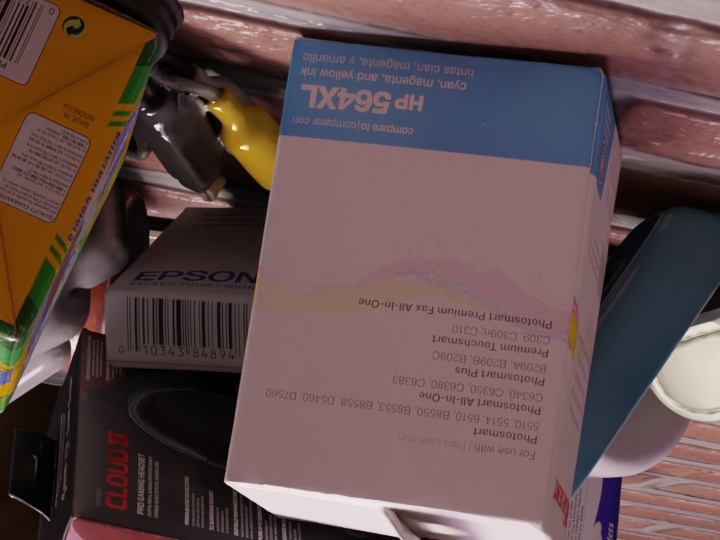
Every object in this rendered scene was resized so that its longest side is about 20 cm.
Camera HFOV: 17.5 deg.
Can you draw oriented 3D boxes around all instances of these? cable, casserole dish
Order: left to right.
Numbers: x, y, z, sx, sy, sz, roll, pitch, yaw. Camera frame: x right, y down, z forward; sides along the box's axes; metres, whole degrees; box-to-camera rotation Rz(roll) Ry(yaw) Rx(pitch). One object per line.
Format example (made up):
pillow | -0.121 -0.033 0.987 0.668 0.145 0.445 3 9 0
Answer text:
cable | -0.081 -0.085 0.921 0.097 0.050 0.200 28 163 24
casserole dish | 0.103 0.045 1.050 0.039 0.201 0.121 35 172 -1

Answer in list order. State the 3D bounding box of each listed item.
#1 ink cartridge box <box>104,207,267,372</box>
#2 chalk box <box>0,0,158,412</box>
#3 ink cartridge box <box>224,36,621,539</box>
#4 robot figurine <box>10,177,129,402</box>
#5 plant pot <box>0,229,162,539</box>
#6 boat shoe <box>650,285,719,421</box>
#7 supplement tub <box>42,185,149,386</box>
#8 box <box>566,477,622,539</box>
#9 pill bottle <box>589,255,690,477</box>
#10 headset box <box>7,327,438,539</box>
ink cartridge box | 0.000 0.000 1.100 0.195 0.044 0.200 2 -161 10
chalk box | -0.162 -0.032 0.885 0.124 0.124 0.200 25 163 -4
ink cartridge box | 0.027 0.027 0.925 0.124 0.201 0.129 8 169 10
robot figurine | -0.203 0.005 1.079 0.199 0.113 0.170 -26 124 11
plant pot | -0.128 0.076 1.349 0.198 0.202 0.177 7 -179 5
boat shoe | 0.230 0.021 1.115 0.200 0.061 0.072 -12 114 38
supplement tub | -0.213 -0.003 1.191 0.198 0.108 0.107 8 168 4
box | 0.079 0.185 1.891 0.183 0.106 0.199 -2 165 43
pill bottle | 0.074 0.054 1.247 0.112 0.113 0.199 17 166 -35
headset box | -0.058 0.110 1.035 0.199 0.078 0.149 15 -153 -12
